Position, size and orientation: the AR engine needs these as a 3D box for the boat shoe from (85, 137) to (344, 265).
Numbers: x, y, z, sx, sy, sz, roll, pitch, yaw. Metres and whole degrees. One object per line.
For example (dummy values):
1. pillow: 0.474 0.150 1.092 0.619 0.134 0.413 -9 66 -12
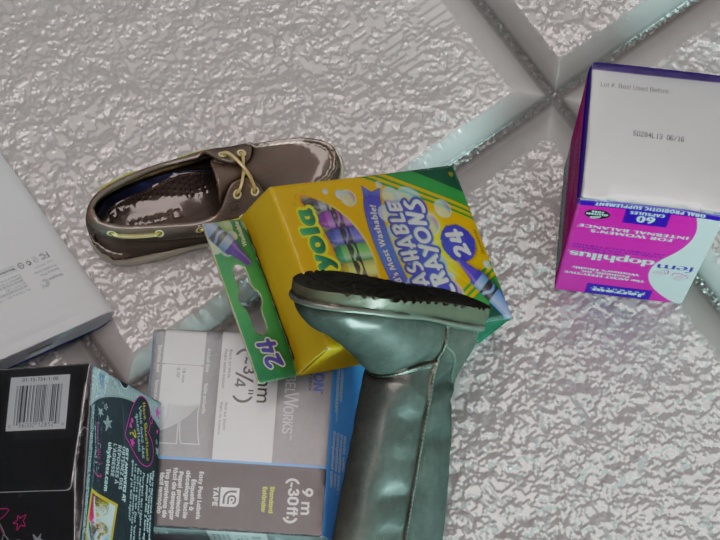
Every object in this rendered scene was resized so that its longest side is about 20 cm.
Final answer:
1. boat shoe: -0.107 -0.058 1.493 0.198 0.060 0.072 -15 72 -4

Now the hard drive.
1. hard drive: -0.288 -0.021 1.469 0.131 0.025 0.200 -25 71 -41

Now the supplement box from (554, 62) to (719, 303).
1. supplement box: 0.197 -0.057 1.418 0.100 0.200 0.104 6 73 3

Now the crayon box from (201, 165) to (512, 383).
1. crayon box: 0.000 0.000 1.429 0.199 0.052 0.127 -9 70 -35

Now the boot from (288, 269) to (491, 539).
1. boot: 0.005 0.108 1.353 0.181 0.072 0.202 12 100 -38

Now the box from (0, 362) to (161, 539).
1. box: -0.248 0.142 1.374 0.198 0.115 0.133 -5 71 20

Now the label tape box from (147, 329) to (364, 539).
1. label tape box: -0.054 0.122 1.434 0.198 0.063 0.146 3 73 2
